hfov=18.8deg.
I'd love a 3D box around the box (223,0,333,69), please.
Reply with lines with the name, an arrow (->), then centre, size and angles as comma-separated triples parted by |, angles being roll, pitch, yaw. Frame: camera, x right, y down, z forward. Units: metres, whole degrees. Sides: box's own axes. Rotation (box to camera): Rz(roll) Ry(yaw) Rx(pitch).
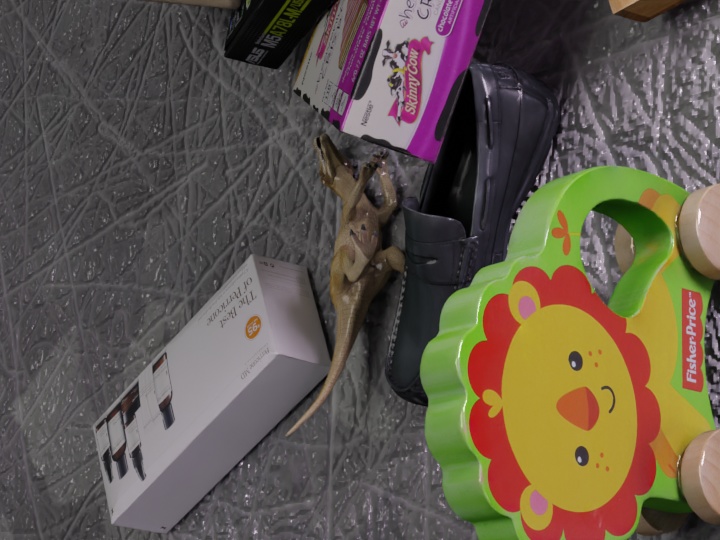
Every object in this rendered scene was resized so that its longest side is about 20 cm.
box -> -0.032, -0.248, 1.372 | 0.193, 0.047, 0.202 | 140, 141, -74

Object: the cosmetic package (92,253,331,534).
cosmetic package -> -0.101, 0.083, 1.421 | 0.200, 0.050, 0.083 | -46, 47, 34

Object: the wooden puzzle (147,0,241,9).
wooden puzzle -> -0.115, -0.280, 1.447 | 0.185, 0.046, 0.202 | 16, 95, 59

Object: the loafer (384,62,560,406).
loafer -> 0.050, -0.022, 1.244 | 0.068, 0.070, 0.202 | 27, 100, 52

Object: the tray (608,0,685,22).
tray -> 0.156, -0.246, 1.168 | 0.098, 0.037, 0.201 | -26, 70, 35

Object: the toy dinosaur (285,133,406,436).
toy dinosaur -> 0.000, 0.000, 1.330 | 0.101, 0.058, 0.201 | 136, 142, -55

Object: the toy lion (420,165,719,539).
toy lion -> 0.109, 0.044, 1.048 | 0.068, 0.191, 0.202 | -15, 66, 48

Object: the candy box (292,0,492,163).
candy box -> 0.021, -0.147, 1.269 | 0.200, 0.061, 0.137 | -131, 61, -76
